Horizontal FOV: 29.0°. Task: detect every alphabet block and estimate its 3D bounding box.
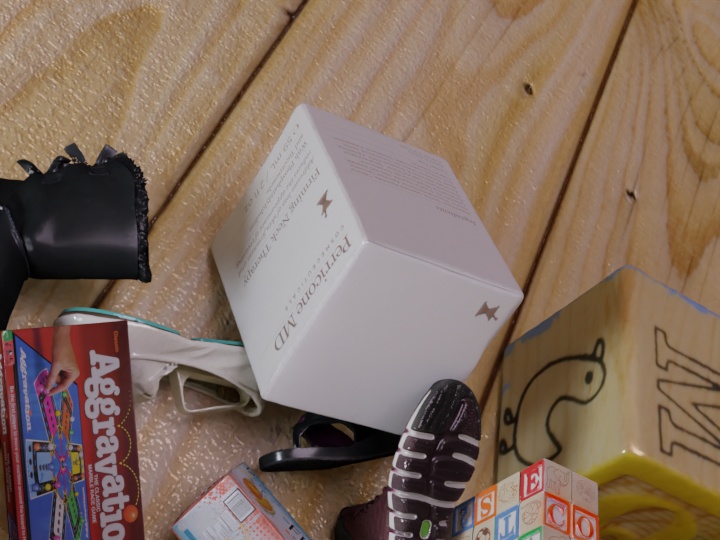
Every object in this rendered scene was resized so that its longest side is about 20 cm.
[{"bbox_3d":[0.258,0.153,1.306,0.195,0.195,0.202,25,49,-22],"label":"alphabet block"}]

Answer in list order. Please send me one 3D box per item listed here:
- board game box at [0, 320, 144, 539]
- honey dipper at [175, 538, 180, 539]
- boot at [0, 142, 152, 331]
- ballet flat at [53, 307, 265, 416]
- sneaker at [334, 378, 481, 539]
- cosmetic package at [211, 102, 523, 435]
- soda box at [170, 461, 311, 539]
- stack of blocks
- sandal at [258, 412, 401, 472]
[{"bbox_3d":[-0.207,0.140,1.002,0.102,0.019,0.203,-4,88,-42],"label":"board game box"},{"bbox_3d":[-0.080,0.286,1.059,0.200,0.038,0.038,50,44,3],"label":"honey dipper"},{"bbox_3d":[-0.238,-0.004,1.050,0.160,0.074,0.200,-2,57,-16],"label":"boot"},{"bbox_3d":[-0.152,0.079,1.112,0.198,0.069,0.070,15,54,-35],"label":"ballet flat"},{"bbox_3d":[0.025,0.182,1.136,0.075,0.115,0.202,22,80,-32],"label":"sneaker"},{"bbox_3d":[0.000,0.000,1.162,0.165,0.168,0.201,19,29,-32],"label":"cosmetic package"},{"bbox_3d":[-0.052,0.243,1.054,0.200,0.063,0.068,49,5,4],"label":"soda box"},{"bbox_3d":[0.102,0.245,1.111,0.058,0.200,0.116,26,49,-25],"label":"stack of blocks"},{"bbox_3d":[-0.015,0.140,1.175,0.199,0.075,0.049,-1,75,-49],"label":"sandal"}]
